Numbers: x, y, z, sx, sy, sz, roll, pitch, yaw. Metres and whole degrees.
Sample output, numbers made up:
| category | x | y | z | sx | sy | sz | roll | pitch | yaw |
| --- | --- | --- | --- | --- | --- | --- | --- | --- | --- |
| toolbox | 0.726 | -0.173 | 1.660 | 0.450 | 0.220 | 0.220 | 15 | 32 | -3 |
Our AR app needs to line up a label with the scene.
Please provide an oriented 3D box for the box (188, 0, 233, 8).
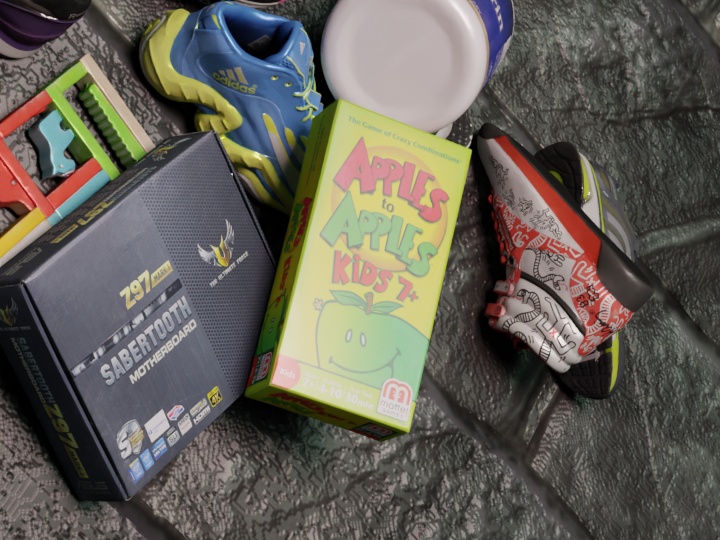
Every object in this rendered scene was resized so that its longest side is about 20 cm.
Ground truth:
| category | x | y | z | sx | sy | sz | roll | pitch | yaw |
| --- | --- | --- | --- | --- | --- | --- | --- | --- | --- |
| box | -0.149 | -0.278 | 1.480 | 0.200 | 0.038 | 0.137 | 27 | 58 | -31 |

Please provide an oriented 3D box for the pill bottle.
| category | x | y | z | sx | sy | sz | roll | pitch | yaw |
| --- | --- | --- | --- | --- | --- | --- | --- | --- | --- |
| pill bottle | 0.047 | -0.172 | 1.522 | 0.116 | 0.115 | 0.200 | 57 | 20 | -9 |

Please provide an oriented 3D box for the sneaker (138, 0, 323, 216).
| category | x | y | z | sx | sy | sz | roll | pitch | yaw |
| --- | --- | --- | --- | --- | --- | --- | --- | --- | --- |
| sneaker | -0.055 | -0.109 | 1.454 | 0.200 | 0.105 | 0.076 | 38 | 53 | -25 |

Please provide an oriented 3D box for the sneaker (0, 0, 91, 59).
| category | x | y | z | sx | sy | sz | roll | pitch | yaw |
| --- | --- | --- | --- | --- | --- | --- | --- | --- | --- |
| sneaker | -0.250 | -0.226 | 1.338 | 0.200 | 0.087 | 0.076 | 41 | 52 | -22 |

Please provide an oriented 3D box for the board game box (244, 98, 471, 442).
| category | x | y | z | sx | sy | sz | roll | pitch | yaw |
| --- | --- | --- | --- | --- | --- | --- | --- | --- | --- |
| board game box | 0.000 | 0.000 | 1.403 | 0.101 | 0.048 | 0.201 | 20 | 71 | -18 |

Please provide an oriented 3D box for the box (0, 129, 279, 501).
| category | x | y | z | sx | sy | sz | roll | pitch | yaw |
| --- | --- | --- | --- | --- | --- | --- | --- | --- | --- |
| box | -0.134 | 0.026 | 1.351 | 0.200 | 0.051 | 0.158 | -43 | 117 | -43 |

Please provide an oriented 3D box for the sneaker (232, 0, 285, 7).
| category | x | y | z | sx | sy | sz | roll | pitch | yaw |
| --- | --- | --- | --- | --- | --- | --- | --- | --- | --- |
| sneaker | -0.105 | -0.257 | 1.424 | 0.200 | 0.087 | 0.074 | 45 | 51 | -20 |

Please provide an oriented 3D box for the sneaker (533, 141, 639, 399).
| category | x | y | z | sx | sy | sz | roll | pitch | yaw |
| --- | --- | --- | --- | --- | --- | --- | --- | --- | --- |
| sneaker | 0.184 | 0.001 | 1.649 | 0.081 | 0.074 | 0.201 | 11 | 69 | -42 |

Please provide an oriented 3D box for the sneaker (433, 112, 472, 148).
| category | x | y | z | sx | sy | sz | roll | pitch | yaw |
| --- | --- | --- | --- | --- | --- | --- | --- | --- | --- |
| sneaker | 0.030 | -0.058 | 1.546 | 0.073 | 0.080 | 0.200 | 20 | 42 | -3 |

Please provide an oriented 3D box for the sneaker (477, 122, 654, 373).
| category | x | y | z | sx | sy | sz | roll | pitch | yaw |
| --- | --- | --- | --- | --- | --- | --- | --- | --- | --- |
| sneaker | 0.120 | -0.015 | 1.599 | 0.202 | 0.108 | 0.067 | 51 | 13 | 31 |

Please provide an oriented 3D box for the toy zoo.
| category | x | y | z | sx | sy | sz | roll | pitch | yaw |
| --- | --- | --- | --- | --- | --- | --- | --- | --- | --- |
| toy zoo | -0.199 | -0.034 | 1.358 | 0.131 | 0.020 | 0.200 | 55 | 48 | -12 |
